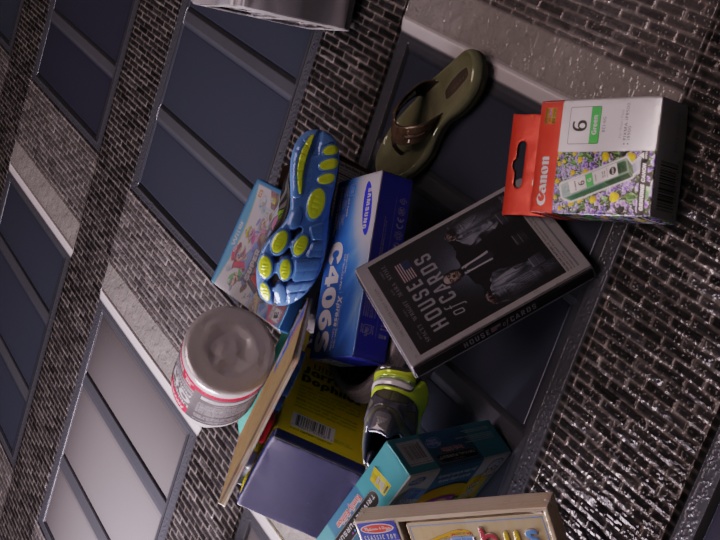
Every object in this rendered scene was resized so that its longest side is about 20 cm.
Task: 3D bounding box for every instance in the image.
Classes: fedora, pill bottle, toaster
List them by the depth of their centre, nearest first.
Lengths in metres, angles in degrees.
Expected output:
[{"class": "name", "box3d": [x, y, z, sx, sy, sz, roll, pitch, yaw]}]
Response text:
[{"class": "fedora", "box3d": [0.036, 0.056, 1.427, 0.177, 0.090, 0.201, -52, 36, 36]}, {"class": "pill bottle", "box3d": [-0.173, 0.127, 1.567, 0.200, 0.110, 0.112, 122, 145, -64]}, {"class": "toaster", "box3d": [-0.103, -0.385, 1.660, 0.200, 0.180, 0.120, 20, 103, 57]}]

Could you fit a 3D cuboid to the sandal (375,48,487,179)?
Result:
[{"class": "sandal", "box3d": [0.069, -0.180, 1.457, 0.201, 0.057, 0.080, -50, 44, 39]}]

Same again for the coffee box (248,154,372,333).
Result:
[{"class": "coffee box", "box3d": [-0.058, -0.031, 1.561, 0.113, 0.079, 0.202, -13, 60, 53]}]

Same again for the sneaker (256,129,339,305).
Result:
[{"class": "sneaker", "box3d": [-0.063, -0.056, 1.427, 0.083, 0.070, 0.201, -35, -40, -85]}]

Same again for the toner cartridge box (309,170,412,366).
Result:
[{"class": "toner cartridge box", "box3d": [0.000, 0.000, 1.376, 0.095, 0.043, 0.202, -9, 68, 57]}]

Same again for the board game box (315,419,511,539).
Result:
[{"class": "board game box", "box3d": [0.045, 0.244, 1.314, 0.047, 0.150, 0.201, 53, 128, 30]}]

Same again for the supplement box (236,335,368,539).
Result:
[{"class": "supplement box", "box3d": [-0.054, 0.183, 1.444, 0.201, 0.109, 0.109, -78, 14, -58]}]

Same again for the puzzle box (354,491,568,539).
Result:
[{"class": "puzzle box", "box3d": [0.103, 0.276, 1.199, 0.199, 0.025, 0.134, -11, 108, 28]}]

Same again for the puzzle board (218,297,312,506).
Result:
[{"class": "puzzle board", "box3d": [-0.099, 0.143, 1.406, 0.151, 0.017, 0.201, -79, 15, -67]}]

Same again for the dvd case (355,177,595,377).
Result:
[{"class": "dvd case", "box3d": [0.109, 0.004, 1.270, 0.199, 0.025, 0.151, -29, 46, -3]}]

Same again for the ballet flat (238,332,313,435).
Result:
[{"class": "ballet flat", "box3d": [-0.103, 0.157, 1.636, 0.201, 0.067, 0.071, -65, 29, 22]}]

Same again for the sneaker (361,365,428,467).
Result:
[{"class": "sneaker", "box3d": [0.031, 0.188, 1.348, 0.201, 0.073, 0.081, 80, -151, -46]}]

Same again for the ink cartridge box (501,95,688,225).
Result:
[{"class": "ink cartridge box", "box3d": [0.205, -0.103, 1.207, 0.199, 0.050, 0.110, 5, 87, 44]}]

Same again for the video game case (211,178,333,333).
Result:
[{"class": "video game case", "box3d": [-0.106, -0.021, 1.532, 0.200, 0.018, 0.144, 29, 96, 57]}]
